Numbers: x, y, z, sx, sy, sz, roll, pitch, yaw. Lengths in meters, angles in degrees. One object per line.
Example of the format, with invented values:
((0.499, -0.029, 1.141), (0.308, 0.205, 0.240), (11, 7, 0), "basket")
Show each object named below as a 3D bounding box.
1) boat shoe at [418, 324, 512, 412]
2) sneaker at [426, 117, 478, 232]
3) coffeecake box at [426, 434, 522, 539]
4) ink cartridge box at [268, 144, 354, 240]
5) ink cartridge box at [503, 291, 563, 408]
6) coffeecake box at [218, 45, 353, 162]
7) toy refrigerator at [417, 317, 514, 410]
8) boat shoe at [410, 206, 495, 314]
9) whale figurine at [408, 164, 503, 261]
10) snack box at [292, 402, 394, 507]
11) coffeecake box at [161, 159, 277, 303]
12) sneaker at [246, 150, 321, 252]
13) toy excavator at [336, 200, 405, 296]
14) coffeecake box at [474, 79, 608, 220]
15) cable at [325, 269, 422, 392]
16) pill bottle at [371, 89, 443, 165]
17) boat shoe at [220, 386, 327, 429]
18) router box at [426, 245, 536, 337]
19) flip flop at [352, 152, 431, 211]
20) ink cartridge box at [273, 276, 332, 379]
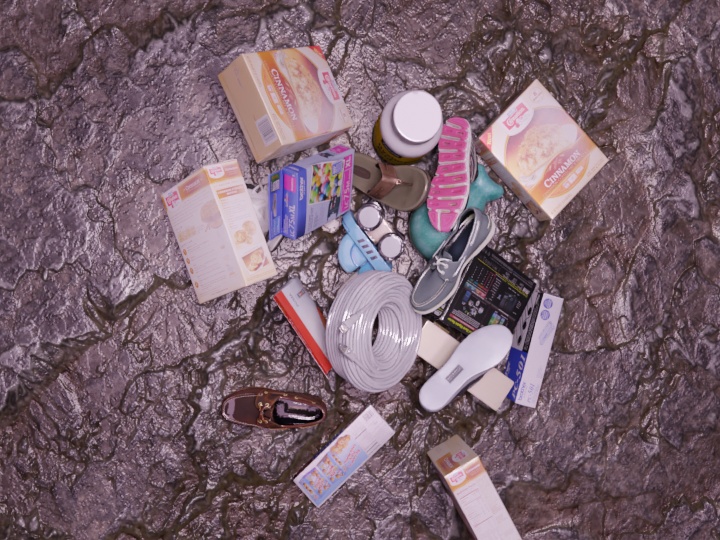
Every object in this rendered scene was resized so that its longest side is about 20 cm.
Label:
((0.185, 0.173, 1.187), (0.200, 0.066, 0.070), (-46, 72, 0), "boat shoe")
((0.167, -0.157, 1.183), (0.072, 0.087, 0.204), (1, 74, 27), "sneaker")
((0.209, 0.417, 1.223), (0.072, 0.153, 0.203), (-28, 93, -5), "coffeecake box")
((-0.081, -0.132, 1.159), (0.041, 0.199, 0.122), (22, 123, 29), "ink cartridge box")
((0.315, 0.143, 1.259), (0.043, 0.094, 0.204), (15, 89, -6), "ink cartridge box")
((-0.121, -0.287, 1.152), (0.072, 0.199, 0.156), (-22, 95, 40), "coffeecake box")
((0.181, 0.168, 1.256), (0.198, 0.076, 0.071), (35, 88, -4), "toy refrigerator")
((0.142, -0.020, 1.122), (0.201, 0.062, 0.073), (-52, 50, 4), "boat shoe")
((0.179, -0.103, 1.237), (0.200, 0.104, 0.159), (-44, 94, -4), "whale figurine")
((-0.031, 0.343, 1.263), (0.200, 0.024, 0.072), (-43, 95, -4), "snack box")
((-0.243, -0.063, 1.157), (0.072, 0.152, 0.204), (-22, 93, -45), "coffeecake box")
((-0.151, -0.147, 1.218), (0.114, 0.076, 0.203), (32, 90, -7), "sneaker")
((0.000, 0.000, 1.238), (0.199, 0.100, 0.196), (-37, 95, 10), "toy excavator")
((0.329, -0.220, 1.258), (0.154, 0.073, 0.200), (-45, 94, -2), "coffeecake box")
((0.027, 0.102, 1.140), (0.201, 0.068, 0.202), (-52, 132, -33), "cable")
((0.082, -0.247, 1.177), (0.109, 0.200, 0.114), (0, 90, -5), "pill bottle")
((-0.157, 0.250, 1.228), (0.195, 0.070, 0.072), (-1, 92, -4), "boat shoe")
((0.215, 0.047, 1.217), (0.199, 0.062, 0.152), (30, 86, -40), "router box")
((0.036, -0.161, 1.195), (0.198, 0.057, 0.083), (27, 105, 32), "flip flop")
((-0.085, 0.091, 1.166), (0.050, 0.200, 0.164), (-34, 94, -4), "ink cartridge box")
